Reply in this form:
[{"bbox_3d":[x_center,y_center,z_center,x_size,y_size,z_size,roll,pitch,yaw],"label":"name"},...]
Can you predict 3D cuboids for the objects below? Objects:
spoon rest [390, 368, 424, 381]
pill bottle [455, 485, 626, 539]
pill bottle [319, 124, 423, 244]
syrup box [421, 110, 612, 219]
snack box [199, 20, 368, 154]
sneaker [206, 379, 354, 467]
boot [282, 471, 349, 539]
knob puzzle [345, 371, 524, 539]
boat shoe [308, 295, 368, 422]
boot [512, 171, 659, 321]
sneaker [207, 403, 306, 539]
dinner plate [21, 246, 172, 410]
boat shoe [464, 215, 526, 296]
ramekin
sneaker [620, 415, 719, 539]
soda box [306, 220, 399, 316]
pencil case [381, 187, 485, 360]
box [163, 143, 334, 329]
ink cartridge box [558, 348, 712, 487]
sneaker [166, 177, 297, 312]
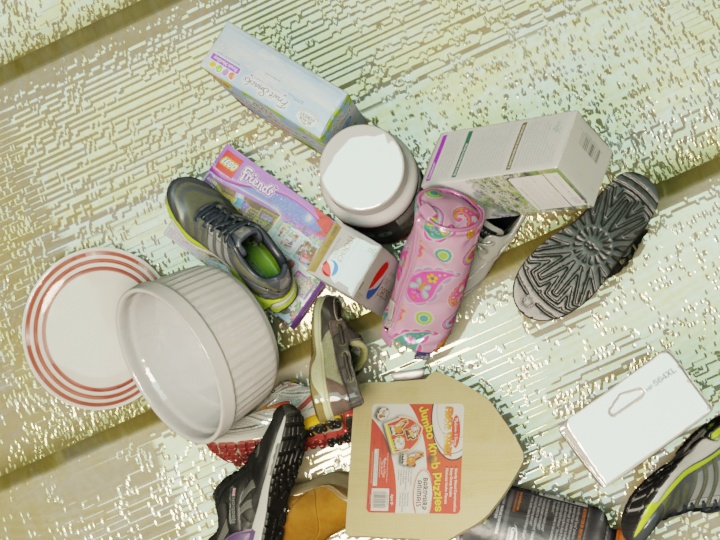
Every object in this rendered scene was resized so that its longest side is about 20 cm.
[{"bbox_3d":[0.073,0.212,1.731,0.099,0.061,0.202,-7,95,9],"label":"spoon rest"},{"bbox_3d":[0.211,0.308,1.665,0.198,0.106,0.107,13,85,11],"label":"pill bottle"},{"bbox_3d":[0.014,-0.099,1.697,0.113,0.200,0.115,-1,83,9],"label":"pill bottle"},{"bbox_3d":[0.172,-0.114,1.648,0.199,0.079,0.082,-4,55,45],"label":"syrup box"},{"bbox_3d":[-0.083,-0.201,1.725,0.168,0.200,0.068,32,88,12],"label":"snack box"},{"bbox_3d":[-0.091,0.179,1.754,0.199,0.078,0.083,-17,55,10],"label":"sneaker"},{"bbox_3d":[-0.056,0.307,1.724,0.200,0.071,0.145,17,105,7],"label":"boot"},{"bbox_3d":[0.087,0.214,1.658,0.218,0.030,0.221,-5,69,13],"label":"knob puzzle"},{"bbox_3d":[-0.023,0.100,1.701,0.065,0.201,0.072,-6,123,4],"label":"boat shoe"},{"bbox_3d":[0.255,-0.015,1.670,0.211,0.158,0.080,-42,82,-5],"label":"boot"},{"bbox_3d":[-0.126,0.242,1.665,0.087,0.076,0.202,16,94,21],"label":"sneaker"},{"bbox_3d":[-0.321,0.072,1.818,0.198,0.024,0.202,-1,83,9],"label":"dinner plate"},{"bbox_3d":[0.149,-0.047,1.736,0.072,0.066,0.200,42,92,5],"label":"boat shoe"},{"bbox_3d":[-0.184,0.090,1.708,0.105,0.200,0.201,-29,77,-35],"label":"ramekin"},{"bbox_3d":[0.372,0.246,1.642,0.200,0.074,0.081,-38,87,-22],"label":"sneaker"},{"bbox_3d":[0.000,0.000,1.687,0.063,0.200,0.068,30,89,13],"label":"soda box"},{"bbox_3d":[0.080,0.004,1.676,0.087,0.088,0.201,25,129,11],"label":"pencil case"},{"bbox_3d":[-0.121,-0.042,1.793,0.199,0.039,0.137,36,90,11],"label":"box"},{"bbox_3d":[0.300,0.167,1.621,0.146,0.200,0.085,-37,79,3],"label":"ink cartridge box"},{"bbox_3d":[-0.147,-0.042,1.721,0.200,0.081,0.074,42,67,8],"label":"sneaker"}]
